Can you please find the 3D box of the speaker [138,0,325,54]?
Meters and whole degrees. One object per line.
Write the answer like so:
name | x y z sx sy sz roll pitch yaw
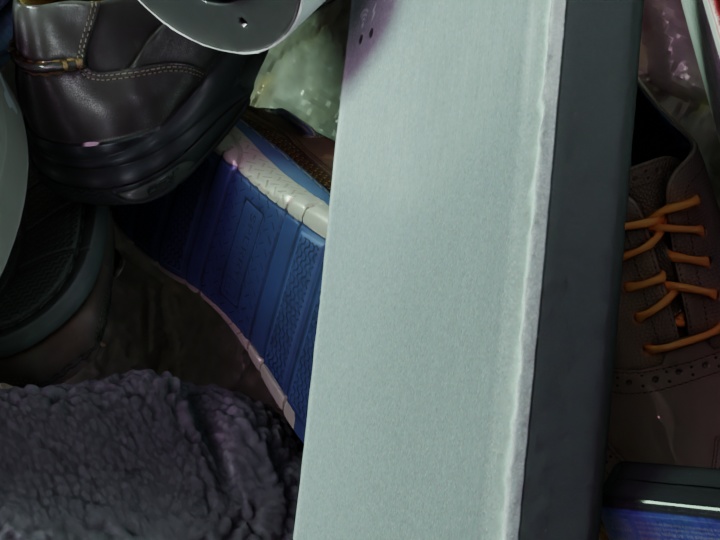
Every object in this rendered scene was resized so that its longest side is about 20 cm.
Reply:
speaker | 0.007 -0.149 0.794 0.081 0.082 0.200 13 46 35

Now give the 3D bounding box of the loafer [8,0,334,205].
loafer | -0.043 -0.111 0.846 0.072 0.073 0.200 9 49 26

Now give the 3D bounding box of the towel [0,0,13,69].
towel | -0.157 -0.089 0.930 0.200 0.049 0.112 -49 30 -10

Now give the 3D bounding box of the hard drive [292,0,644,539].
hard drive | 0.026 0.005 0.703 0.139 0.033 0.201 158 120 -66

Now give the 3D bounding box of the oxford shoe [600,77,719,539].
oxford shoe | 0.075 0.010 0.747 0.071 0.073 0.201 -19 64 -15

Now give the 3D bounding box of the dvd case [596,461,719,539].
dvd case | 0.148 0.131 0.666 0.142 0.201 0.018 3 39 33

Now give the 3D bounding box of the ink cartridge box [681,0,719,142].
ink cartridge box | 0.104 -0.084 0.705 0.044 0.176 0.201 -14 59 6

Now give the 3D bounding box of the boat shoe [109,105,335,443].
boat shoe | 0.000 0.000 0.838 0.200 0.072 0.073 46 130 33

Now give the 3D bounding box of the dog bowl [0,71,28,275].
dog bowl | -0.184 -0.013 0.791 0.199 0.059 0.201 -19 47 22

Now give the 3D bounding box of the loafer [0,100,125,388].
loafer | -0.111 -0.008 0.891 0.072 0.063 0.200 -33 31 -3

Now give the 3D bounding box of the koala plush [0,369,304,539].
koala plush | -0.093 0.136 0.854 0.200 0.183 0.178 -38 72 47
